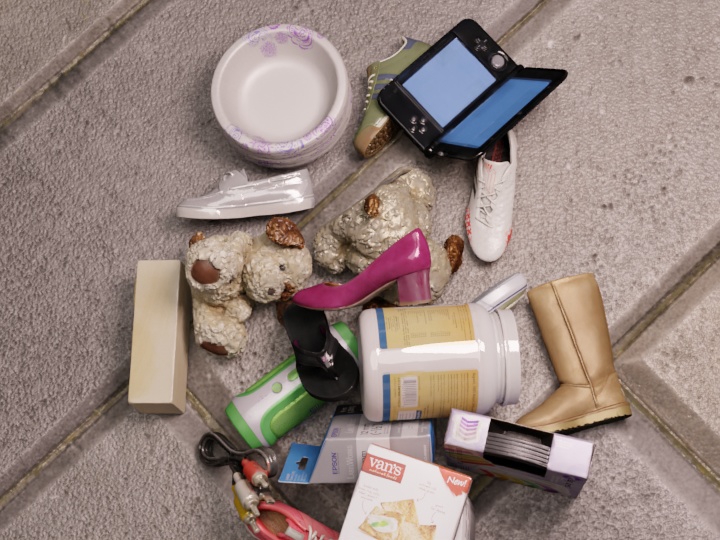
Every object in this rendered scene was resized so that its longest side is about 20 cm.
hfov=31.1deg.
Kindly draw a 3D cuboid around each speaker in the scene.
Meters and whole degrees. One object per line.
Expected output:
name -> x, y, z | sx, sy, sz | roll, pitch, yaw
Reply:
speaker -> -0.083, 0.157, 1.748 | 0.199, 0.089, 0.089 | -37, 73, -5

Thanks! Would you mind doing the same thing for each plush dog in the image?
plush dog -> 0.054, -0.029, 1.767 | 0.199, 0.160, 0.172 | -37, 96, -6
plush dog -> -0.150, 0.002, 1.779 | 0.170, 0.201, 0.161 | -5, 41, -4

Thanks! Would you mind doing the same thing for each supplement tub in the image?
supplement tub -> 0.098, 0.117, 1.658 | 0.197, 0.145, 0.146 | -3, 72, -3

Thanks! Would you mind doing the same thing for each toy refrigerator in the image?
toy refrigerator -> -0.280, 0.093, 1.798 | 0.069, 0.076, 0.202 | 0, 74, 6

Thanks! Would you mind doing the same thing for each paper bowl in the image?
paper bowl -> -0.111, -0.244, 1.867 | 0.198, 0.104, 0.203 | -2, 73, 6

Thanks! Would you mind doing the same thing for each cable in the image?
cable -> -0.166, 0.251, 1.689 | 0.200, 0.050, 0.098 | 35, 116, 47

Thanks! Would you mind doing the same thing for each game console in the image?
game console -> 0.153, -0.256, 1.792 | 0.200, 0.116, 0.176 | -41, 85, -18

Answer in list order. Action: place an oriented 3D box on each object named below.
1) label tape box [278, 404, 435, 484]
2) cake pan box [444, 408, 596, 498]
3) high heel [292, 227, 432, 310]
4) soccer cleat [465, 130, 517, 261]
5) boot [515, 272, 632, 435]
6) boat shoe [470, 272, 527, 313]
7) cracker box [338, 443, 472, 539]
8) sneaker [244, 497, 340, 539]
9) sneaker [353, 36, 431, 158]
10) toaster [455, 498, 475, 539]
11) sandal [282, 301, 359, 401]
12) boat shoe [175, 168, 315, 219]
label tape box -> -0.002, 0.223, 1.687 | 0.197, 0.143, 0.067 | -1, 101, 5
cake pan box -> 0.199, 0.232, 1.637 | 0.182, 0.200, 0.053 | 12, 74, 7
high heel -> 0.000, 0.000, 1.690 | 0.198, 0.067, 0.097 | -5, 94, 18
soccer cleat -> 0.185, -0.114, 1.804 | 0.068, 0.085, 0.202 | 7, 74, 8
boot -> 0.261, 0.119, 1.739 | 0.173, 0.066, 0.202 | -12, 72, -10
boat shoe -> 0.155, 0.083, 1.765 | 0.200, 0.072, 0.062 | -40, 90, 1
cracker box -> 0.044, 0.325, 1.560 | 0.133, 0.058, 0.202 | 17, 81, 9
sneaker -> -0.073, 0.358, 1.687 | 0.199, 0.087, 0.074 | 25, 78, 13
sneaker -> 0.038, -0.258, 1.876 | 0.090, 0.067, 0.200 | 37, 74, 15
toaster -> 0.090, 0.347, 1.651 | 0.112, 0.129, 0.202 | 8, 74, 8
sandal -> -0.062, 0.098, 1.691 | 0.075, 0.048, 0.201 | -32, 41, -1
boat shoe -> -0.166, -0.110, 1.839 | 0.198, 0.072, 0.069 | -6, 93, 5
